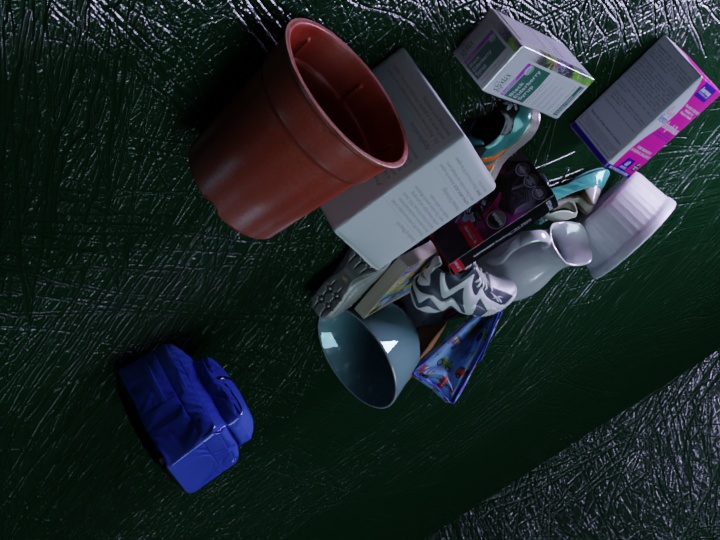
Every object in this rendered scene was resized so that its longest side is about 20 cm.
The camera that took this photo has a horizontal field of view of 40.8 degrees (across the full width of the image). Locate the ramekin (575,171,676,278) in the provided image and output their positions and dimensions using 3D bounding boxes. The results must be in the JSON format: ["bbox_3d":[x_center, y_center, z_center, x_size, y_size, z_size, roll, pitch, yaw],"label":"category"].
[{"bbox_3d":[0.470,-0.089,1.776,0.200,0.098,0.200,-44,178,-2],"label":"ramekin"}]

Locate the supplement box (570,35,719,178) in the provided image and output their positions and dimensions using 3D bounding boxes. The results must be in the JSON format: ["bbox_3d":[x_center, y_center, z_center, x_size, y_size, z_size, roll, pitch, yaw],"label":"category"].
[{"bbox_3d":[0.455,-0.259,1.549,0.200,0.104,0.101,-46,148,24],"label":"supplement box"}]

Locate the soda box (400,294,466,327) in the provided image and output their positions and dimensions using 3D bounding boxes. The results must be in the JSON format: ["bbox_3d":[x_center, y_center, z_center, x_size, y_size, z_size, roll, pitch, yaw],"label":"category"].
[{"bbox_3d":[0.178,0.046,1.809,0.199,0.068,0.064,-11,147,-33],"label":"soda box"}]

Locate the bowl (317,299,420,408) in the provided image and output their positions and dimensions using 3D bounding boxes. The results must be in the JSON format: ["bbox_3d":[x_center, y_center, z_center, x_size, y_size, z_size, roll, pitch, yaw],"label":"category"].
[{"bbox_3d":[0.028,0.127,1.686,0.105,0.201,0.201,-32,157,-30],"label":"bowl"}]

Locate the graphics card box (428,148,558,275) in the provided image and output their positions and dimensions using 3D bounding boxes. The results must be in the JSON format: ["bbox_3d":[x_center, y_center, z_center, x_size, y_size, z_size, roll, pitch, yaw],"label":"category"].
[{"bbox_3d":[0.195,-0.100,1.525,0.199,0.126,0.051,-32,152,5],"label":"graphics card box"}]

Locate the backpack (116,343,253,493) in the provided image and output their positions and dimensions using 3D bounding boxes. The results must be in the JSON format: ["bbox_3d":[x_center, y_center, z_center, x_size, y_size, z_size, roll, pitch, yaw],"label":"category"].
[{"bbox_3d":[-0.274,0.215,1.505,0.167,0.200,0.163,-32,152,-18],"label":"backpack"}]

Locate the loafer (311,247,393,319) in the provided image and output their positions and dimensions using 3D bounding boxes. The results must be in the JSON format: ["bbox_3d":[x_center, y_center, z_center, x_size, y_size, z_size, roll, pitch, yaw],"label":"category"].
[{"bbox_3d":[0.000,0.000,1.570,0.200,0.070,0.070,-43,168,19],"label":"loafer"}]

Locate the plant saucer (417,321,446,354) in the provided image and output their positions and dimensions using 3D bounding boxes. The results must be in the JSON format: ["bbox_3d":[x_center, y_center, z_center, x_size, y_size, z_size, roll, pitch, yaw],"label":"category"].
[{"bbox_3d":[0.109,0.157,1.865,0.201,0.032,0.200,-53,171,-12],"label":"plant saucer"}]

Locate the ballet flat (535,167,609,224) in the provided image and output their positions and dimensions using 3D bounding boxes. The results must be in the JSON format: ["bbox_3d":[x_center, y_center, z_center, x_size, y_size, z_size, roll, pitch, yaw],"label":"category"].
[{"bbox_3d":[0.376,-0.124,1.724,0.199,0.071,0.068,-19,150,-22],"label":"ballet flat"}]

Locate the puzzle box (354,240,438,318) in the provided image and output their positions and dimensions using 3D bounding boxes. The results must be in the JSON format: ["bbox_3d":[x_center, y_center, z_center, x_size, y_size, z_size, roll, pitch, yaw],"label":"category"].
[{"bbox_3d":[0.083,0.004,1.626,0.133,0.025,0.200,-51,166,33],"label":"puzzle box"}]

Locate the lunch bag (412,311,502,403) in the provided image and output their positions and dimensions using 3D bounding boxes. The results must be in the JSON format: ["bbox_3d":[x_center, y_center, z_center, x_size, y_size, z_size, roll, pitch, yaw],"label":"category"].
[{"bbox_3d":[0.186,0.136,1.762,0.200,0.094,0.151,-53,175,-4],"label":"lunch bag"}]

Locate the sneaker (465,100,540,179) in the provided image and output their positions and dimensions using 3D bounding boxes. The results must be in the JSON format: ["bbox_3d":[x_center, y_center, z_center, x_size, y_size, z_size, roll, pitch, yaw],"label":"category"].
[{"bbox_3d":[0.177,-0.181,1.446,0.079,0.072,0.200,10,134,-34],"label":"sneaker"}]

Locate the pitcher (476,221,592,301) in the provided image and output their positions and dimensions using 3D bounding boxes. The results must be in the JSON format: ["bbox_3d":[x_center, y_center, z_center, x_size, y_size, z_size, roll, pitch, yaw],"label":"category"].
[{"bbox_3d":[0.282,-0.022,1.715,0.171,0.122,0.199,11,153,-42],"label":"pitcher"}]

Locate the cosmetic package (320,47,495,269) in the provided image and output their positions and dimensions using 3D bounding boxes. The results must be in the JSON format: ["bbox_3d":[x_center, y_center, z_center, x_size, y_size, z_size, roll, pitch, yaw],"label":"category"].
[{"bbox_3d":[0.039,-0.140,1.263,0.199,0.165,0.165,-34,153,9],"label":"cosmetic package"}]

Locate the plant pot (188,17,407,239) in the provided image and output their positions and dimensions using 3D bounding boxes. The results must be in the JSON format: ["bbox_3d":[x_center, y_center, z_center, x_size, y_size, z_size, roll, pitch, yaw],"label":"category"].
[{"bbox_3d":[-0.083,-0.149,1.120,0.195,0.202,0.200,-35,153,26],"label":"plant pot"}]

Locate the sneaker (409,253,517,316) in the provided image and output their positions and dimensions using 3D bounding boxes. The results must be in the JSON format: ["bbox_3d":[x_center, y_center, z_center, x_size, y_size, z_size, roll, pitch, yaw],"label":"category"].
[{"bbox_3d":[0.189,0.006,1.613,0.198,0.080,0.130,5,138,-18],"label":"sneaker"}]

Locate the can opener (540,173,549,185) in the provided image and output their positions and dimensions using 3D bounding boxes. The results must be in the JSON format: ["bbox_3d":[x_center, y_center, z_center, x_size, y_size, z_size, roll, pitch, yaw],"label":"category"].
[{"bbox_3d":[0.234,-0.108,1.622,0.199,0.067,0.053,-23,160,-25],"label":"can opener"}]

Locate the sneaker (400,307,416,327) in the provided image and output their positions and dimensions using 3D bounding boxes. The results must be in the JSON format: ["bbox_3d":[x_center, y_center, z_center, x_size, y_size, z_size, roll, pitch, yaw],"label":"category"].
[{"bbox_3d":[0.021,0.146,1.829,0.099,0.078,0.201,1,130,-36],"label":"sneaker"}]

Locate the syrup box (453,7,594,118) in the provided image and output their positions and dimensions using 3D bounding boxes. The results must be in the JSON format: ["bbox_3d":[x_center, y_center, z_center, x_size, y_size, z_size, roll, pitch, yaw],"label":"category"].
[{"bbox_3d":[0.223,-0.276,1.311,0.199,0.082,0.079,5,135,-50],"label":"syrup box"}]
